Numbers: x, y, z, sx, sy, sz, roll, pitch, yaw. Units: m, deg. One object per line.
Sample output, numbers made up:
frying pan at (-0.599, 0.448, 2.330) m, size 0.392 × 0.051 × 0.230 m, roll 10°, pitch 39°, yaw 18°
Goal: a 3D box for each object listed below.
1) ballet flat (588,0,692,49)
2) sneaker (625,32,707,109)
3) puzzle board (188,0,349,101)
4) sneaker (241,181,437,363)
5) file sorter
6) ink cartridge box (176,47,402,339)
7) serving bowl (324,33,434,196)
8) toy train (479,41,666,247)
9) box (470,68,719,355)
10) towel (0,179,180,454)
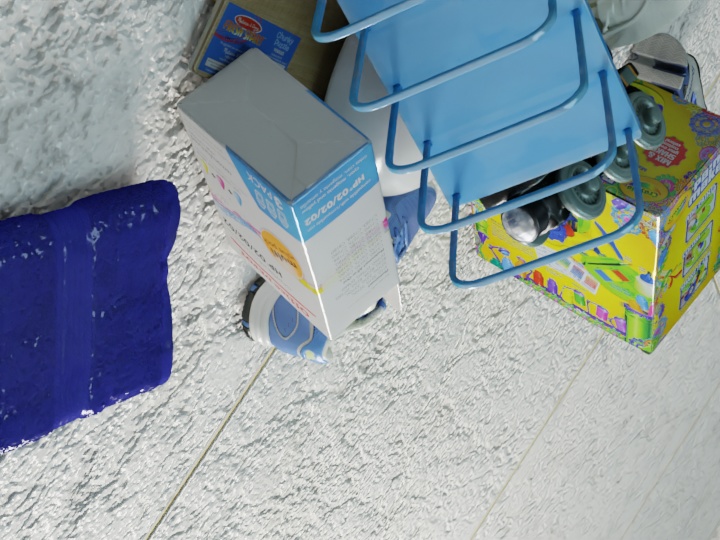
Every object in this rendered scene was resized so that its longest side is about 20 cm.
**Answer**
ballet flat at (0.185, -0.207, 0.990) m, size 0.069 × 0.199 × 0.070 m, roll 8°, pitch 75°, yaw -31°
sneaker at (0.309, -0.143, 1.311) m, size 0.115 × 0.080 × 0.201 m, roll -5°, pitch 119°, yaw -52°
puzzle board at (-0.024, -0.180, 0.840) m, size 0.199 × 0.017 × 0.152 m, roll 12°, pitch 108°, yaw -58°
sneaker at (0.000, 0.000, 0.977) m, size 0.200 × 0.077 × 0.076 m, roll -45°, pitch 146°, yaw -25°
file sorter at (0.073, -0.108, 0.751) m, size 0.201 × 0.138 × 0.123 m, roll 58°, pitch 24°, yaw -31°
ink cartridge box at (-0.040, -0.035, 0.832) m, size 0.068 × 0.115 × 0.201 m, roll -40°, pitch 150°, yaw -16°
serving bowl at (0.055, -0.138, 0.920) m, size 0.200 × 0.065 × 0.201 m, roll -48°, pitch 156°, yaw -30°
toy train at (0.148, -0.103, 0.929) m, size 0.085 × 0.114 × 0.200 m, roll -27°, pitch -167°, yaw 50°
box at (0.207, -0.066, 1.106) m, size 0.122 × 0.199 × 0.193 m, roll -45°, pitch 148°, yaw -22°
towel at (-0.195, 0.030, 0.746) m, size 0.199 × 0.049 × 0.149 m, roll -22°, pitch 127°, yaw -46°
